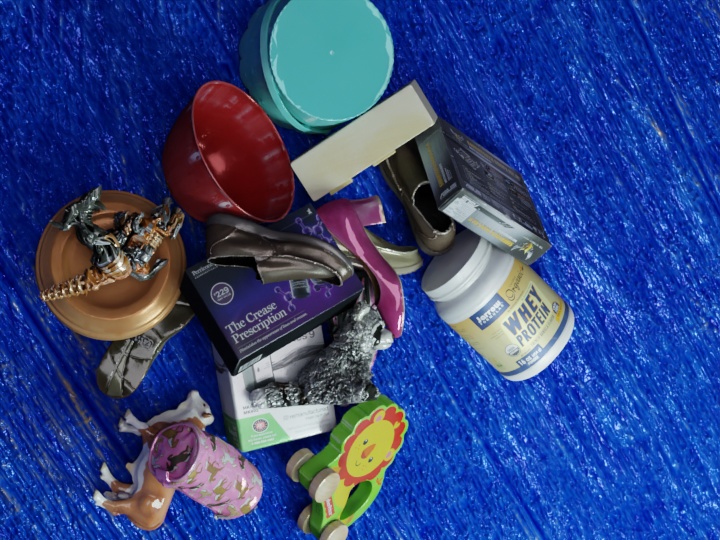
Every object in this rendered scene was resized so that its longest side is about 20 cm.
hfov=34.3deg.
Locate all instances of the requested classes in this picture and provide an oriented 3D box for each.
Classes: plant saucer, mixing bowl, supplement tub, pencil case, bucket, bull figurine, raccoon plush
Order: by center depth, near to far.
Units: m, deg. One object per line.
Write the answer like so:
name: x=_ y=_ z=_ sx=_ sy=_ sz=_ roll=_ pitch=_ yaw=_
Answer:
plant saucer: x=-0.328 y=-0.011 z=1.537 sx=0.198 sy=0.037 sz=0.203 roll=2 pitch=79 yaw=-11
mixing bowl: x=-0.190 y=-0.136 z=1.544 sx=0.108 sy=0.200 sz=0.201 roll=-26 pitch=106 yaw=28
pencil case: x=-0.205 y=0.269 z=1.554 sx=0.082 sy=0.087 sz=0.200 roll=-23 pitch=147 yaw=11
raccoon plush: x=-0.051 y=0.111 z=1.559 sx=0.198 sy=0.097 sz=0.136 roll=-3 pitch=87 yaw=-22
bucket: x=-0.059 y=-0.289 z=1.588 sx=0.205 sy=0.135 sz=0.210 roll=-1 pitch=94 yaw=-19
bull figurine: x=-0.281 y=0.251 z=1.588 sx=0.120 sy=0.065 sz=0.202 roll=22 pitch=84 yaw=-15
supplement tub: x=0.198 y=0.047 z=1.698 sx=0.200 sy=0.144 sz=0.145 roll=42 pitch=80 yaw=-17

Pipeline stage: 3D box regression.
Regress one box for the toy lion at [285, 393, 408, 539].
toy lion: x=-0.008 y=0.275 z=1.648 sx=0.191 sy=0.068 sz=0.201 roll=-35 pitch=140 yaw=-27

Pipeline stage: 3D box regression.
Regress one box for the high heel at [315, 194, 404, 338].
high heel: x=0.000 y=0.000 z=1.591 sx=0.095 sy=0.067 sz=0.203 roll=-13 pitch=95 yaw=-14

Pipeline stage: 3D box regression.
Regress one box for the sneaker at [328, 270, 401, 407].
sneaker: x=-0.013 y=0.092 z=1.675 sx=0.085 sy=0.080 sz=0.202 roll=20 pitch=85 yaw=1

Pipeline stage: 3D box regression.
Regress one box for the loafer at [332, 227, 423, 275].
loafer: x=-0.002 y=-0.037 z=1.658 sx=0.198 sy=0.076 sz=0.069 roll=6 pitch=98 yaw=-19

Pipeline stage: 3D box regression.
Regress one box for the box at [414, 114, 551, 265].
box: x=0.171 y=-0.113 z=1.646 sx=0.199 sy=0.159 sz=0.048 roll=28 pitch=122 yaw=-38

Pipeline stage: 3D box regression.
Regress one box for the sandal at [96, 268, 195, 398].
sandal: x=-0.285 y=0.083 z=1.577 sx=0.081 sy=0.055 sz=0.201 roll=31 pitch=82 yaw=-4

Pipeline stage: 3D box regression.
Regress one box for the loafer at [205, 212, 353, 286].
loafer: x=-0.107 y=-0.010 z=1.481 sx=0.198 sy=0.073 sz=0.072 roll=15 pitch=69 yaw=2

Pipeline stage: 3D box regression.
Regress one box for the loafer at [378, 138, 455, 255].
loafer: x=0.088 y=-0.123 z=1.656 sx=0.072 sy=0.071 sz=0.202 roll=-24 pitch=80 yaw=-17

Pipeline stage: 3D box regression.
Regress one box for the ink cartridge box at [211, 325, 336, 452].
ink cartridge box: x=-0.125 y=0.133 z=1.622 sx=0.144 sy=0.084 sz=0.203 roll=-11 pitch=97 yaw=-19

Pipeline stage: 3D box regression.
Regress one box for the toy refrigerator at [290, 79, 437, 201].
toy refrigerator: x=0.007 y=-0.177 z=1.606 sx=0.199 sy=0.076 sz=0.070 roll=-31 pitch=98 yaw=13

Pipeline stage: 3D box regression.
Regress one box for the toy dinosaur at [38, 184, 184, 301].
toy dinosaur: x=-0.320 y=-0.033 z=1.482 sx=0.200 sy=0.102 sz=0.136 roll=-46 pitch=107 yaw=-36

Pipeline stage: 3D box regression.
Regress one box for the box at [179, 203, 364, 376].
box: x=-0.117 y=0.024 z=1.541 sx=0.199 sy=0.079 sz=0.142 roll=-30 pitch=77 yaw=-22
